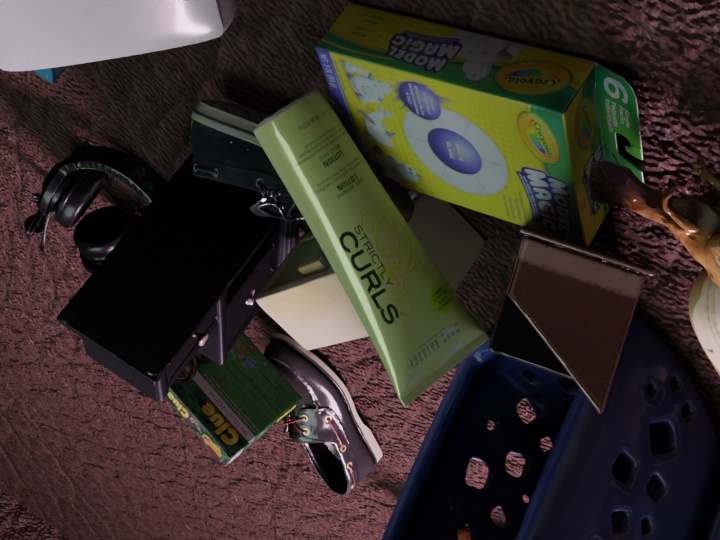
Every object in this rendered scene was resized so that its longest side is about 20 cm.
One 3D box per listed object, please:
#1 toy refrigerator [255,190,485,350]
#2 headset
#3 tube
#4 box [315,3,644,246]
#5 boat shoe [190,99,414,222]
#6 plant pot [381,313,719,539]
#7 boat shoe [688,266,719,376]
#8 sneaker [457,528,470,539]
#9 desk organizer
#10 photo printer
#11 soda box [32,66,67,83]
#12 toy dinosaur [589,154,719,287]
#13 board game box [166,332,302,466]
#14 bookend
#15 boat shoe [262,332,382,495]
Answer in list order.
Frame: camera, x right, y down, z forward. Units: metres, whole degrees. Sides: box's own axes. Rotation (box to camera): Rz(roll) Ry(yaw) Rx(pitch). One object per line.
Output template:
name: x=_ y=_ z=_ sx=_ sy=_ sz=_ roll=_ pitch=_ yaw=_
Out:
toy refrigerator: x=0.000 y=0.000 z=0.968 sx=0.070 sy=0.076 sz=0.199 roll=44 pitch=154 yaw=-16
headset: x=-0.248 y=-0.061 z=1.203 sx=0.198 sy=0.094 sz=0.124 roll=-12 pitch=125 yaw=37
tube: x=0.006 y=-0.019 z=0.816 sx=0.058 sy=0.052 sz=0.202 roll=-28 pitch=99 yaw=19
box: x=0.076 y=-0.085 z=0.770 sx=0.198 sy=0.049 sz=0.118 roll=18 pitch=149 yaw=30
boat shoe: x=-0.046 y=-0.064 z=0.906 sx=0.198 sy=0.063 sz=0.074 roll=25 pitch=-164 yaw=30
plant pot: x=0.156 y=0.167 z=0.923 sx=0.179 sy=0.202 sz=0.199 roll=36 pitch=155 yaw=-17
boat shoe: x=0.271 y=0.075 z=0.761 sx=0.200 sy=0.074 sz=0.069 roll=49 pitch=157 yaw=-22
sneaker: x=0.110 y=0.296 z=1.333 sx=0.198 sy=0.078 sz=0.091 roll=11 pitch=137 yaw=31
desk organizer: x=0.115 y=0.023 z=0.743 sx=0.071 sy=0.078 sz=0.200 roll=18 pitch=-176 yaw=6
photo printer: x=-0.170 y=-0.215 z=0.753 sx=0.164 sy=0.070 sz=0.201 roll=-8 pitch=144 yaw=1
soda box: x=-0.230 y=-0.224 z=0.895 sx=0.067 sy=0.064 sz=0.201 roll=32 pitch=153 yaw=8
toy dinosaur: x=0.212 y=-0.001 z=0.693 sx=0.200 sy=0.060 sz=0.106 roll=48 pitch=143 yaw=9
board game box: x=-0.155 y=0.077 z=1.201 sx=0.200 sy=0.104 sz=0.023 roll=48 pitch=138 yaw=8
bookend: x=-0.141 y=0.030 z=1.047 sx=0.091 sy=0.201 sz=0.200 roll=30 pitch=153 yaw=11
boat shoe: x=-0.044 y=0.145 z=1.276 sx=0.073 sy=0.063 sz=0.203 roll=15 pitch=144 yaw=45
